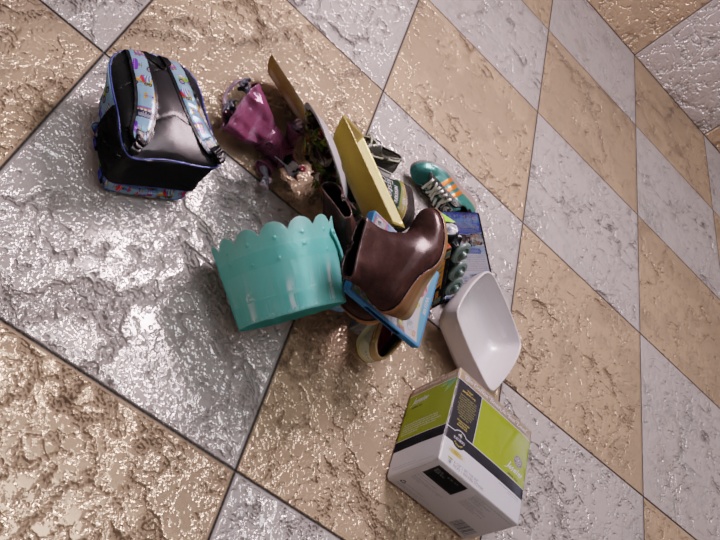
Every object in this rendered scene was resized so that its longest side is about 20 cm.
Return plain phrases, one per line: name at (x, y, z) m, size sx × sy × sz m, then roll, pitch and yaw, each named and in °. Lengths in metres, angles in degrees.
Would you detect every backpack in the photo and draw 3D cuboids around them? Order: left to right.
backpack at (-0.325, -0.230, 1.176) m, size 0.181 × 0.134 × 0.202 m, roll 0°, pitch 66°, yaw -44°

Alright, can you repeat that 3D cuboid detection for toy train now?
toy train at (0.141, -0.003, 1.443) m, size 0.113 × 0.201 × 0.085 m, roll -28°, pitch 59°, yaw -21°

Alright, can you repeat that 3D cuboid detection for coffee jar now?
coffee jar at (0.019, -0.148, 1.502) m, size 0.198 × 0.085 × 0.106 m, roll 21°, pitch 51°, yaw -35°

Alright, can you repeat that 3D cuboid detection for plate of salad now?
plate of salad at (-0.069, -0.187, 1.304) m, size 0.047 × 0.200 × 0.202 m, roll -20°, pitch 77°, yaw -7°

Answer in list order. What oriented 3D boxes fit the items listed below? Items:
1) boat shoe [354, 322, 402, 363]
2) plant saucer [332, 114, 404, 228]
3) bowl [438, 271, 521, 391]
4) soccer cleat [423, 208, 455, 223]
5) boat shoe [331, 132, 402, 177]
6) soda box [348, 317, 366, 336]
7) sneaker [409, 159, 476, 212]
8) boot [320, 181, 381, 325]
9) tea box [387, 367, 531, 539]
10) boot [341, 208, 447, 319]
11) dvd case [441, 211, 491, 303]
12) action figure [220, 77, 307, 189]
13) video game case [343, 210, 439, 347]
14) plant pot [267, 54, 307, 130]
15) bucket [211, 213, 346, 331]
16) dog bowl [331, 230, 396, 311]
boat shoe at (0.070, 0.077, 1.317) m, size 0.074 × 0.066 × 0.201 m, roll 41°, pitch 70°, yaw -24°
plant saucer at (0.009, -0.160, 1.351) m, size 0.200 × 0.048 × 0.202 m, roll -5°, pitch 71°, yaw -81°
bowl at (0.234, 0.122, 1.531) m, size 0.200 × 0.074 × 0.202 m, roll -40°, pitch 110°, yaw -48°
soccer cleat at (0.134, -0.044, 1.537) m, size 0.080 × 0.068 × 0.201 m, roll 23°, pitch 56°, yaw 8°
boat shoe at (0.011, -0.247, 1.546) m, size 0.199 × 0.064 × 0.071 m, roll 16°, pitch 34°, yaw -52°
soda box at (0.037, 0.035, 1.420) m, size 0.068 × 0.063 × 0.202 m, roll 34°, pitch 46°, yaw -25°
sneaker at (0.186, -0.165, 1.689) m, size 0.199 × 0.071 × 0.081 m, roll 36°, pitch 41°, yaw -25°
boot at (-0.020, -0.026, 1.236) m, size 0.072 × 0.167 × 0.201 m, roll -20°, pitch 53°, yaw -12°
tea box at (0.178, 0.319, 1.327) m, size 0.200 × 0.133 × 0.198 m, roll 42°, pitch 44°, yaw -17°
boot at (0.056, -0.039, 1.159) m, size 0.166 × 0.072 × 0.202 m, roll 40°, pitch 62°, yaw -44°
dvd case at (0.216, -0.030, 1.631) m, size 0.141 × 0.018 × 0.203 m, roll 0°, pitch 72°, yaw -31°
action figure at (-0.176, -0.236, 1.382) m, size 0.134 × 0.149 × 0.200 m, roll -45°, pitch 121°, yaw -8°
video game case at (0.055, 0.018, 1.238) m, size 0.200 × 0.018 × 0.145 m, roll 41°, pitch 57°, yaw -40°
plant pot at (-0.121, -0.314, 1.442) m, size 0.201 × 0.027 × 0.200 m, roll 56°, pitch 3°, yaw -5°
bucket at (-0.120, 0.007, 1.183) m, size 0.206 × 0.206 × 0.137 m, roll -9°, pitch 83°, yaw -47°
dog bowl at (0.000, 0.000, 1.358) m, size 0.199 × 0.050 × 0.111 m, roll -34°, pitch 60°, yaw -27°
